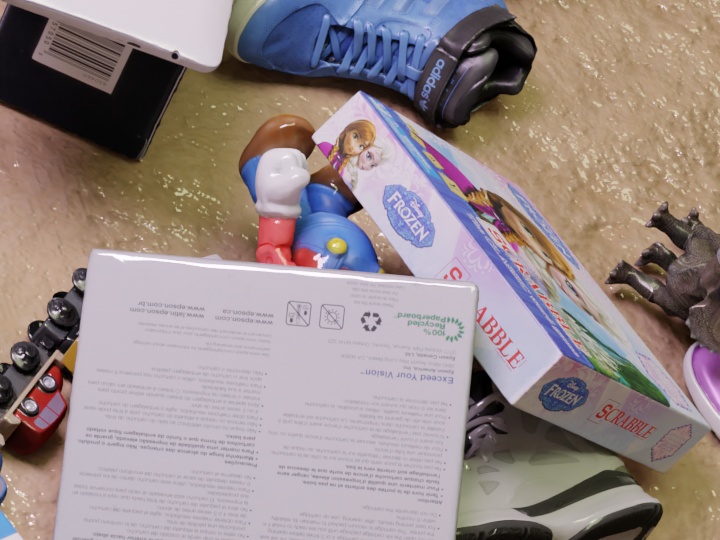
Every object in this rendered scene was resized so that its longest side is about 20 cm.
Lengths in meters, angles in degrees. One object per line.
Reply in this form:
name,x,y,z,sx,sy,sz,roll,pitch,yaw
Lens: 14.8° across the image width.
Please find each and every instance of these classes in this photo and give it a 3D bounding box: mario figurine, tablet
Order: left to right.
tablet,-0.122,-0.193,1.474,0.130,0.014,0.200,19,46,-12
mario figurine,0.000,0.000,1.469,0.123,0.106,0.200,3,43,-19

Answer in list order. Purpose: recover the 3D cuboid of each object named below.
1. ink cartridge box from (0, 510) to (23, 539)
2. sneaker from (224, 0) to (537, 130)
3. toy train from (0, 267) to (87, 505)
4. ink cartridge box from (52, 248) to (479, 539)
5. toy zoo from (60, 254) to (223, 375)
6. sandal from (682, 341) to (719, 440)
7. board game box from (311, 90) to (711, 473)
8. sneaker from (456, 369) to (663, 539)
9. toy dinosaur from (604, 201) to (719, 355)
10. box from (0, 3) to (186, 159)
ink cartridge box,-0.173,0.202,1.261,0.116,0.067,0.200,-25,66,-41
sneaker,0.020,-0.135,1.666,0.200,0.077,0.111,-9,46,-42
toy train,-0.173,0.069,1.410,0.046,0.034,0.200,40,43,-5
ink cartridge box,-0.048,0.096,1.366,0.196,0.043,0.200,6,80,4
toy zoo,-0.069,0.067,1.449,0.200,0.020,0.131,46,37,7
sandal,0.272,0.103,1.603,0.082,0.050,0.203,-24,63,-43
board game box,0.085,0.009,1.512,0.200,0.041,0.199,54,14,29
sneaker,0.058,0.112,1.469,0.200,0.076,0.115,-6,51,-43
toy dinosaur,0.213,0.010,1.649,0.102,0.077,0.200,41,12,17
box,-0.125,-0.192,1.589,0.107,0.149,0.200,24,44,-8
